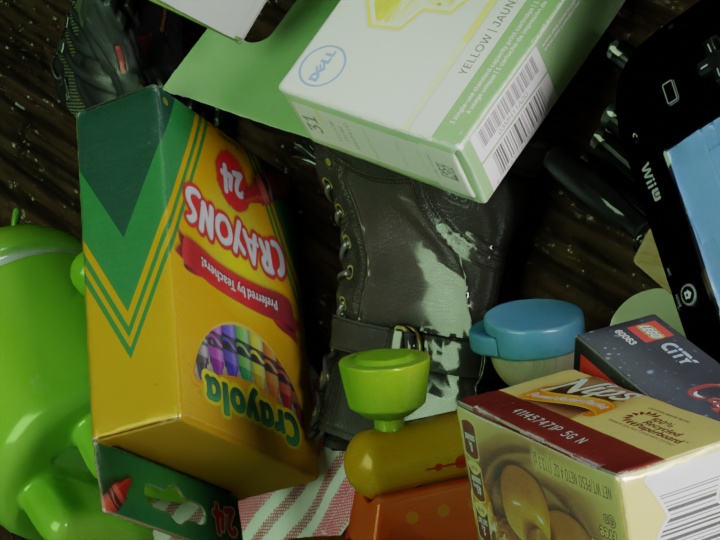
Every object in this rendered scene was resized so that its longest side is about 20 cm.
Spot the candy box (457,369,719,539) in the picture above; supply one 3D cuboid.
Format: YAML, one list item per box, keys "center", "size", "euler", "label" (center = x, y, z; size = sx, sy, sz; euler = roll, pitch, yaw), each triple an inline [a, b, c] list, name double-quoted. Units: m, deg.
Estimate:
- center: [0.095, 0.144, 0.657]
  size: [0.115, 0.055, 0.200]
  euler: [-161, 60, -66]
  label: "candy box"

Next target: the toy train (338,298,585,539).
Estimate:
- center: [0.010, 0.085, 0.781]
  size: [0.085, 0.200, 0.116]
  euler: [-143, 44, -72]
  label: "toy train"

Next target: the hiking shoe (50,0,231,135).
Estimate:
- center: [-0.140, -0.130, 1.017]
  size: [0.101, 0.076, 0.200]
  euler: [-17, 86, 46]
  label: "hiking shoe"

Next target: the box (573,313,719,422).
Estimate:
- center: [0.140, 0.121, 0.661]
  size: [0.200, 0.038, 0.137]
  euler: [43, 141, 53]
  label: "box"

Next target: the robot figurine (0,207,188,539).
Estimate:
- center: [-0.161, 0.058, 0.973]
  size: [0.176, 0.116, 0.200]
  euler: [-50, 51, 17]
  label: "robot figurine"

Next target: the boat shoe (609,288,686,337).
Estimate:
- center: [0.162, 0.095, 0.743]
  size: [0.200, 0.071, 0.063]
  euler: [54, 163, 29]
  label: "boat shoe"

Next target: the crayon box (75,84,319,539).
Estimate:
- center: [-0.076, 0.028, 0.897]
  size: [0.051, 0.127, 0.200]
  euler: [-17, 65, 23]
  label: "crayon box"

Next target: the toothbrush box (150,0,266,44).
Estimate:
- center: [-0.066, -0.225, 0.903]
  size: [0.146, 0.086, 0.200]
  euler: [-57, 25, 24]
  label: "toothbrush box"

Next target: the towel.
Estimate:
- center: [-0.076, 0.092, 0.983]
  size: [0.146, 0.030, 0.200]
  euler: [-54, 54, 25]
  label: "towel"

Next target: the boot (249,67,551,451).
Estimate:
- center: [0.000, 0.000, 0.894]
  size: [0.200, 0.069, 0.175]
  euler: [19, 101, 42]
  label: "boot"

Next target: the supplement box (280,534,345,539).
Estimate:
- center: [0.009, 0.235, 0.864]
  size: [0.126, 0.073, 0.200]
  euler: [16, 97, 42]
  label: "supplement box"

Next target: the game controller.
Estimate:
- center: [0.154, -0.008, 0.683]
  size: [0.104, 0.042, 0.200]
  euler: [-30, 67, 37]
  label: "game controller"

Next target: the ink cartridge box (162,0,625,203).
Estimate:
- center: [0.010, -0.122, 0.850]
  size: [0.200, 0.048, 0.146]
  euler: [22, 68, 34]
  label: "ink cartridge box"

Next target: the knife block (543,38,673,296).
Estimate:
- center: [0.156, -0.003, 0.753]
  size: [0.175, 0.064, 0.200]
  euler: [-15, 77, 42]
  label: "knife block"
